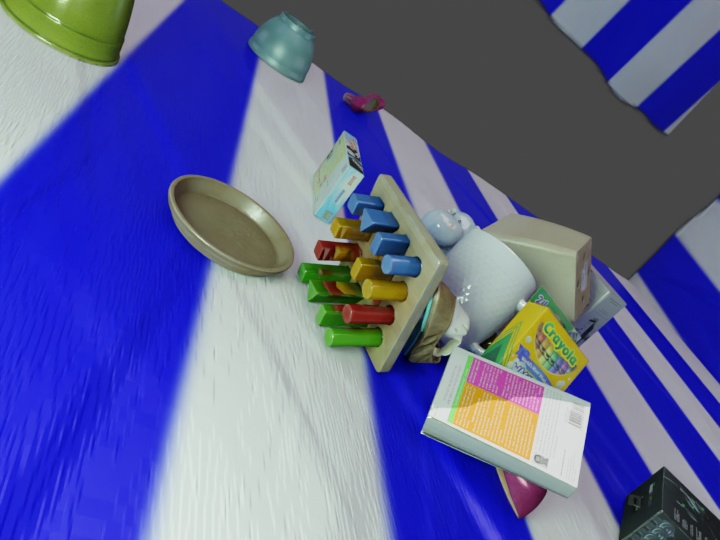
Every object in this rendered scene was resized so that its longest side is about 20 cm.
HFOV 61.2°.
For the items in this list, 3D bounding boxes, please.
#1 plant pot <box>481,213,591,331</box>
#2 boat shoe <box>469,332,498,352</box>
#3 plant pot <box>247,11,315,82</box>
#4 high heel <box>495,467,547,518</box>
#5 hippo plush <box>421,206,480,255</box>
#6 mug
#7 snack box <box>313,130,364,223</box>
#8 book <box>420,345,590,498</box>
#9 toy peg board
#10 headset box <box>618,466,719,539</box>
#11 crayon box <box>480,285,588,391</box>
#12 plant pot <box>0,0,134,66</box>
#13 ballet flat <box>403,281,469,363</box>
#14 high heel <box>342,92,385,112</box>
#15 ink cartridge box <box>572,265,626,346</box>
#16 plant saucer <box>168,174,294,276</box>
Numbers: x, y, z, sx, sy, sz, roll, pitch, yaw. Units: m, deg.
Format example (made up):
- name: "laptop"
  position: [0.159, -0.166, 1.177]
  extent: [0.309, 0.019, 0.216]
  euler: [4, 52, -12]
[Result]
- name: "plant pot"
  position: [0.349, 0.007, 1.196]
  extent: [0.175, 0.202, 0.199]
  euler: [6, 18, 32]
- name: "boat shoe"
  position: [0.207, 0.127, 1.078]
  extent: [0.201, 0.072, 0.064]
  euler: [-99, 164, -65]
- name: "plant pot"
  position: [-0.217, -0.680, 1.819]
  extent: [0.199, 0.135, 0.201]
  euler: [33, 24, -16]
- name: "high heel"
  position: [0.169, 0.241, 0.839]
  extent: [0.199, 0.096, 0.068]
  euler: [30, -21, 35]
- name: "hippo plush"
  position: [0.161, -0.027, 1.146]
  extent: [0.199, 0.161, 0.160]
  euler: [12, 33, -41]
- name: "mug"
  position: [0.193, 0.061, 0.995]
  extent: [0.200, 0.175, 0.148]
  euler: [41, -8, 25]
- name: "snack box"
  position: [-0.046, -0.187, 1.193]
  extent: [0.037, 0.116, 0.201]
  euler: [30, 25, -21]
- name: "book"
  position: [0.196, 0.191, 0.805]
  extent: [0.198, 0.048, 0.134]
  euler: [23, 49, 10]
- name: "toy peg board"
  position: [0.000, 0.000, 0.839]
  extent: [0.097, 0.200, 0.201]
  euler: [4, 39, -30]
- name: "headset box"
  position: [0.502, 0.426, 0.942]
  extent: [0.200, 0.093, 0.174]
  euler: [46, 24, 15]
- name: "crayon box"
  position: [0.257, 0.140, 0.919]
  extent: [0.126, 0.200, 0.051]
  euler: [46, -10, -21]
- name: "plant pot"
  position: [-0.454, -0.482, 1.004]
  extent: [0.199, 0.193, 0.201]
  euler: [32, 23, -16]
- name: "ballet flat"
  position: [0.113, 0.082, 0.862]
  extent: [0.071, 0.201, 0.068]
  euler: [17, 55, 3]
- name: "high heel"
  position: [0.036, -0.560, 2.066]
  extent: [0.199, 0.068, 0.096]
  euler: [0, 34, -50]
- name: "ink cartridge box"
  position: [0.475, 0.086, 1.393]
  extent: [0.082, 0.200, 0.147]
  euler: [27, 26, -35]
- name: "plant saucer"
  position: [-0.182, -0.060, 0.859]
  extent: [0.199, 0.030, 0.201]
  euler: [33, 23, -16]
